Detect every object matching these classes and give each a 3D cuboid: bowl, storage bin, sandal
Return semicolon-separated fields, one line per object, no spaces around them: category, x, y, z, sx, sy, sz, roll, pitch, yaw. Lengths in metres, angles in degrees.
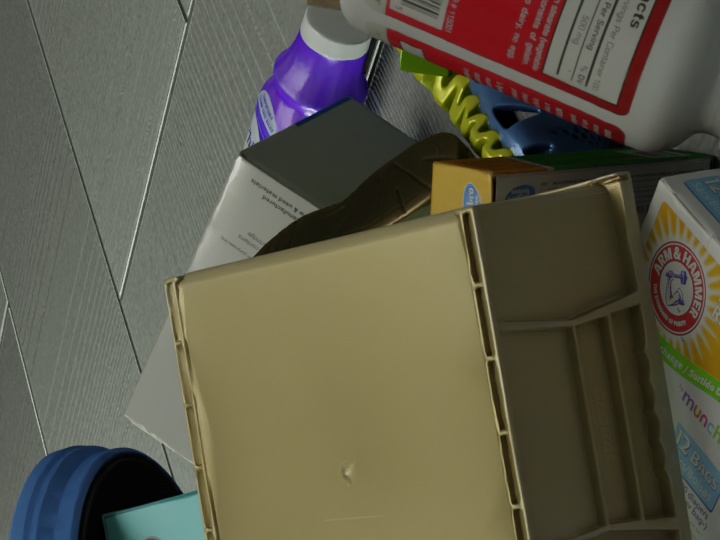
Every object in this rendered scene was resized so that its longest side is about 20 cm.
bowl;-0.124;0.191;1.087;0.201;0.039;0.202;-15;-90;-73
storage bin;0.026;0.077;0.837;0.199;0.093;0.200;-12;87;47
sandal;0.093;-0.090;1.045;0.087;0.079;0.200;-41;56;10

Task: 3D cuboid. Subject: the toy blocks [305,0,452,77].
toy blocks;0.067;-0.156;0.988;0.137;0.199;0.101;-40;-43;-65

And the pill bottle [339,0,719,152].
pill bottle;0.100;-0.119;0.851;0.113;0.199;0.112;-61;-11;-22

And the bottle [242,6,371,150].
bottle;-0.039;-0.092;1.363;0.201;0.065;0.084;111;149;-43

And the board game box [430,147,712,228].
board game box;0.096;0.047;0.937;0.040;0.152;0.201;13;104;47

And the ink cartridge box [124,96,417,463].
ink cartridge box;-0.046;0.011;1.226;0.084;0.146;0.201;33;120;13

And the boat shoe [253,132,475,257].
boat shoe;0.001;-0.001;1.074;0.201;0.066;0.072;-33;28;38

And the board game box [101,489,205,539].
board game box;-0.023;0.174;1.006;0.199;0.047;0.152;-17;76;23

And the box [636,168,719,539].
box;0.162;0.066;0.836;0.113;0.101;0.201;56;142;41
